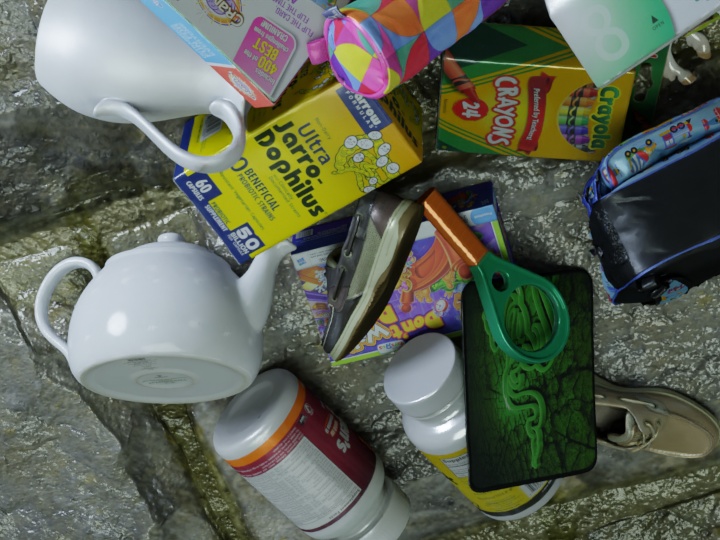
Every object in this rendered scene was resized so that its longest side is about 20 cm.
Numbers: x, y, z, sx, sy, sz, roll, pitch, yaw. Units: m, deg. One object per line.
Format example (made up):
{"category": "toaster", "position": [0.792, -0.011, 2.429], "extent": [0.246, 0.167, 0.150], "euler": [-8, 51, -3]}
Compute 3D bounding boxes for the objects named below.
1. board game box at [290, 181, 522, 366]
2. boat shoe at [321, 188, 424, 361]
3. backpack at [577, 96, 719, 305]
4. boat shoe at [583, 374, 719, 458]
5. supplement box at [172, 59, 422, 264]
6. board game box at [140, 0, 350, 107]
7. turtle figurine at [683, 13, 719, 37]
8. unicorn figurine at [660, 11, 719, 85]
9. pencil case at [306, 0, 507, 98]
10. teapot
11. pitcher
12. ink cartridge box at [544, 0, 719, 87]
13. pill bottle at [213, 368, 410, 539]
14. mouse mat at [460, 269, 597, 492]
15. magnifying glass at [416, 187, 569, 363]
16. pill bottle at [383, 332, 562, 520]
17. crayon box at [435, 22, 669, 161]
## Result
{"category": "board game box", "position": [0.048, 0.005, 1.762], "extent": [0.199, 0.045, 0.135], "euler": [-14, 121, 10]}
{"category": "boat shoe", "position": [0.000, 0.000, 1.699], "extent": [0.065, 0.073, 0.201], "euler": [34, 129, 10]}
{"category": "backpack", "position": [0.286, -0.050, 1.654], "extent": [0.182, 0.200, 0.135], "euler": [-26, 80, -5]}
{"category": "boat shoe", "position": [0.269, 0.153, 1.837], "extent": [0.199, 0.065, 0.072], "euler": [19, 121, -10]}
{"category": "supplement box", "position": [-0.055, -0.115, 1.651], "extent": [0.199, 0.110, 0.109], "euler": [-29, 117, 18]}
{"category": "board game box", "position": [-0.076, -0.261, 1.528], "extent": [0.153, 0.040, 0.200], "euler": [43, 72, -22]}
{"category": "turtle figurine", "position": [0.266, -0.288, 1.521], "extent": [0.200, 0.064, 0.162], "euler": [-35, 82, 15]}
{"category": "unicorn figurine", "position": [0.316, -0.240, 1.582], "extent": [0.199, 0.074, 0.138], "euler": [-19, 120, 13]}
{"category": "pencil case", "position": [0.052, -0.224, 1.540], "extent": [0.200, 0.088, 0.089], "euler": [-37, 126, -29]}
{"category": "teapot", "position": [-0.187, 0.036, 1.736], "extent": [0.199, 0.147, 0.197], "euler": [8, 158, -25]}
{"category": "pitcher", "position": [-0.181, -0.165, 1.581], "extent": [0.199, 0.172, 0.122], "euler": [11, 140, 4]}
{"category": "ink cartridge box", "position": [0.205, -0.274, 1.493], "extent": [0.161, 0.050, 0.200], "euler": [-34, 93, 40]}
{"category": "pill bottle", "position": [-0.046, 0.200, 1.850], "extent": [0.109, 0.110, 0.200], "euler": [-35, 115, 21]}
{"category": "mouse mat", "position": [0.162, 0.104, 1.748], "extent": [0.160, 0.008, 0.202], "euler": [-6, 96, -33]}
{"category": "magnifying glass", "position": [0.122, 0.004, 1.702], "extent": [0.200, 0.080, 0.022], "euler": [49, 155, -17]}
{"category": "pill bottle", "position": [0.109, 0.149, 1.792], "extent": [0.111, 0.112, 0.200], "euler": [-28, 129, 18]}
{"category": "crayon box", "position": [0.168, -0.157, 1.624], "extent": [0.198, 0.051, 0.127], "euler": [3, 144, 2]}
